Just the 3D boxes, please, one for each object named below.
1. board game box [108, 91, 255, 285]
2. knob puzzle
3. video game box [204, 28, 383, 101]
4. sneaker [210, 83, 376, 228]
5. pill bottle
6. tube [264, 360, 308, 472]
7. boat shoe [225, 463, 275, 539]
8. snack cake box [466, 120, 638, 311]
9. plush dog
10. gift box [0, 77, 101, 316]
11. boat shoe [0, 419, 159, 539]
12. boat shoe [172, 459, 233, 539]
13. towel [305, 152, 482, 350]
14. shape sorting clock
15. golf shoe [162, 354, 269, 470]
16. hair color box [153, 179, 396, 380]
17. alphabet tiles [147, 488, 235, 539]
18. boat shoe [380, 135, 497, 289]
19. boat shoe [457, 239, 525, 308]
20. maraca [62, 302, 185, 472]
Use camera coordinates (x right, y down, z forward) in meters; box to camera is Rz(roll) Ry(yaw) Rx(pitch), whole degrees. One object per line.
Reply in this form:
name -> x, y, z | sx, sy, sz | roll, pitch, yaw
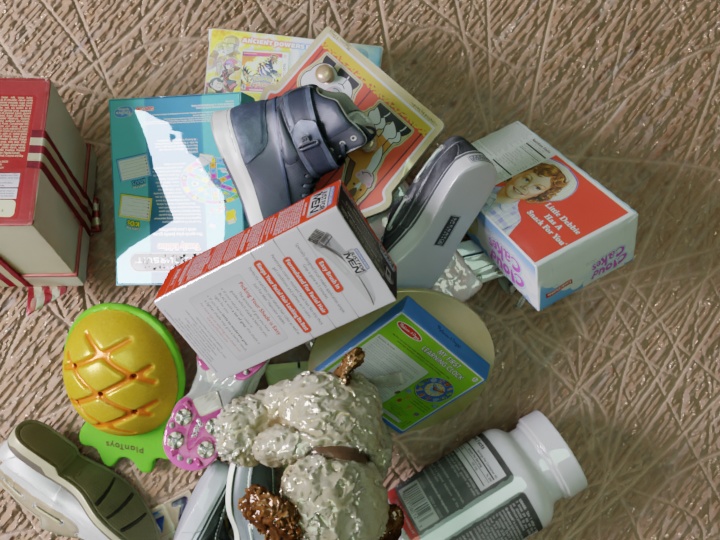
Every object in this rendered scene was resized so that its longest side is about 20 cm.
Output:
board game box -> -0.189, -0.085, 0.770 | 0.150, 0.047, 0.201 | 0, 95, 12
knob puzzle -> -0.041, -0.132, 0.752 | 0.219, 0.030, 0.220 | -1, 87, 18
video game box -> -0.081, -0.173, 0.818 | 0.199, 0.047, 0.183 | 6, 90, -1
sneaker -> -0.043, -0.082, 0.704 | 0.146, 0.077, 0.203 | -17, 112, 9
pill bottle -> 0.131, 0.242, 0.759 | 0.200, 0.116, 0.116 | -30, 87, -4
tube -> -0.059, 0.201, 0.793 | 0.052, 0.058, 0.201 | -13, 79, 32
boat shoe -> -0.099, 0.272, 0.758 | 0.062, 0.073, 0.201 | 1, 93, 26
snack cake box -> 0.175, -0.065, 0.742 | 0.115, 0.067, 0.200 | -26, 45, -9
plush dog -> -0.025, 0.183, 0.668 | 0.200, 0.161, 0.172 | 15, 45, -26
gift box -> -0.384, -0.067, 0.729 | 0.184, 0.187, 0.201 | 4, 70, -3
boat shoe -> -0.308, 0.250, 0.773 | 0.200, 0.075, 0.068 | 41, 104, 4
boat shoe -> -0.169, 0.303, 0.770 | 0.071, 0.072, 0.200 | 22, 95, -9
towel -> 0.000, 0.000, 0.782 | 0.200, 0.032, 0.191 | -36, 90, 12
shape sorting clock -> 0.044, 0.100, 0.762 | 0.199, 0.039, 0.200 | -1, 127, -1
golf shoe -> -0.146, 0.121, 0.780 | 0.075, 0.092, 0.200 | 26, 74, 8
hair color box -> -0.077, 0.013, 0.673 | 0.200, 0.064, 0.111 | -25, 117, 17
alphabet tiles -> -0.185, 0.336, 0.798 | 0.200, 0.008, 0.168 | -26, 87, -4
boat shoe -> 0.057, -0.044, 0.720 | 0.072, 0.068, 0.200 | 8, 124, -37
boat shoe -> 0.172, -0.001, 0.800 | 0.201, 0.075, 0.086 | -13, 86, 0
maraca -> -0.253, 0.128, 0.766 | 0.137, 0.107, 0.201 | 8, 110, 11
